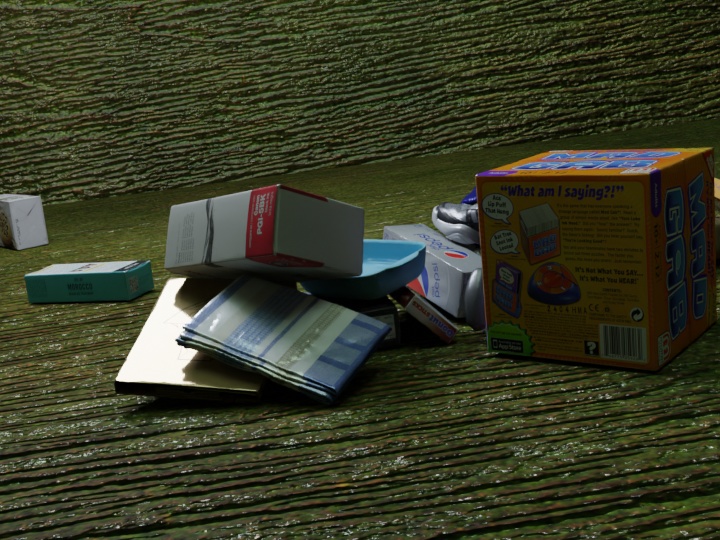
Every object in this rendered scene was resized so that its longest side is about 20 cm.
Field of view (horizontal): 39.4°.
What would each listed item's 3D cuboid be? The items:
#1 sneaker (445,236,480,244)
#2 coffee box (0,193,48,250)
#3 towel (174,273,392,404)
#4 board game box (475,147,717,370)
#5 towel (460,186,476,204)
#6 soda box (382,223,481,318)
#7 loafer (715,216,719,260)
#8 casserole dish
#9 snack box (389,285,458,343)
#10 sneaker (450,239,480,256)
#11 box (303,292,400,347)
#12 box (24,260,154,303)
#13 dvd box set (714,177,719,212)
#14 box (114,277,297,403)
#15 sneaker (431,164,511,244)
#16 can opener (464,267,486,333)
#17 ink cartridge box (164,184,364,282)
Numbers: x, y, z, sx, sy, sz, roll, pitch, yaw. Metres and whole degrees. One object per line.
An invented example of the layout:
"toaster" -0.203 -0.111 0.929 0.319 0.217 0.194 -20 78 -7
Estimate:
"sneaker" 0.144 -0.013 1.514 0.099 0.075 0.200 -35 4 32
"coffee box" -0.811 -0.117 2.354 0.079 0.115 0.199 -15 15 -36
"towel" -0.083 0.070 1.094 0.198 0.024 0.147 18 36 19
"board game box" 0.267 -0.023 1.119 0.198 0.203 0.199 4 15 37
"towel" 0.297 -0.155 2.125 0.146 0.050 0.200 -10 11 20
"soda box" 0.104 -0.003 1.346 0.068 0.064 0.200 -5 22 -30
"loafer" 0.488 -0.047 1.425 0.067 0.077 0.199 1 12 44
"casserole dish" 0.000 0.000 1.258 0.120 0.039 0.199 -27 19 -34
"snack box" 0.064 0.039 1.268 0.024 0.072 0.200 -50 16 1
"sneaker" 0.203 0.003 1.371 0.111 0.079 0.199 -10 24 -40
"box" -0.061 0.065 1.246 0.197 0.052 0.158 -8 11 -8
"box" -0.451 0.019 1.673 0.197 0.050 0.082 -2 13 20
"dvd box set" 0.561 -0.081 1.455 0.146 0.030 0.200 36 10 -7
"box" -0.169 0.073 1.134 0.161 0.021 0.201 3 35 9
"sneaker" 0.181 -0.088 1.330 0.075 0.115 0.199 -13 26 -43
"can opener" 0.172 -0.022 1.205 0.053 0.202 0.067 8 -13 36
"ink cartridge box" -0.114 -0.036 1.186 0.198 0.084 0.146 -6 -13 42
